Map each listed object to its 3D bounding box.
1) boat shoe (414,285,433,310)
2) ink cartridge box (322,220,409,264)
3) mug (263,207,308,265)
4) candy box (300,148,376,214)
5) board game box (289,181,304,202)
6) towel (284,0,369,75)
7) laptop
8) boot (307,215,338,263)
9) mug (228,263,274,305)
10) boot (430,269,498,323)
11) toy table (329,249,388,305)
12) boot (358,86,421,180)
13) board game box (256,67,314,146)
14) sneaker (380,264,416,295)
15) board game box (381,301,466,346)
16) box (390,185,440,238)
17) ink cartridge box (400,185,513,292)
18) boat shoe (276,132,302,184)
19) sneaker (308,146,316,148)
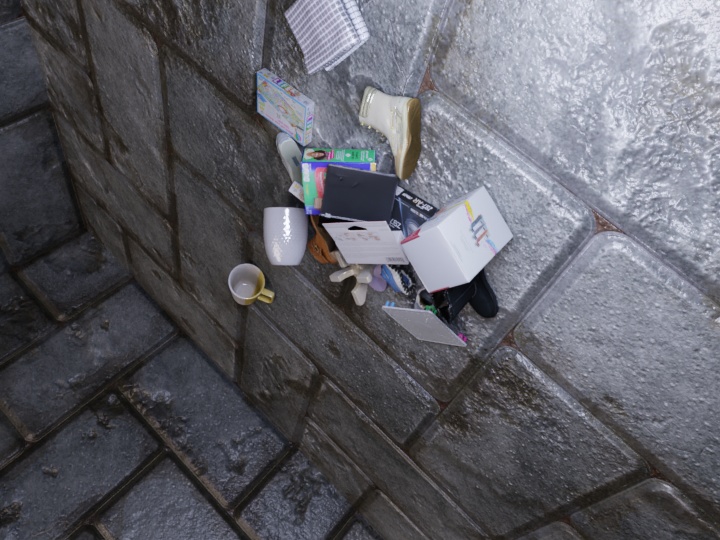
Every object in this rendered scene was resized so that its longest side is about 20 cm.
[{"bbox_3d":[0.187,0.082,1.630,0.070,0.069,0.202,39,145,16],"label":"boat shoe"},{"bbox_3d":[0.020,-0.086,1.520,0.196,0.045,0.177,1,143,30],"label":"ink cartridge box"},{"bbox_3d":[-0.231,-0.107,1.851,0.144,0.199,0.180,1,90,22],"label":"mug"},{"bbox_3d":[-0.054,-0.235,1.520,0.195,0.078,0.172,0,133,1],"label":"candy box"},{"bbox_3d":[-0.105,-0.181,1.674,0.199,0.035,0.134,39,-172,18],"label":"board game box"},{"bbox_3d":[-0.085,-0.567,1.319,0.198,0.085,0.168,-12,112,54],"label":"towel"},{"bbox_3d":[-0.011,-0.178,1.495,0.183,0.119,0.200,9,170,-6],"label":"laptop"},{"bbox_3d":[-0.132,-0.106,1.832,0.154,0.073,0.203,-10,112,57],"label":"boot"},{"bbox_3d":[-0.466,0.085,2.358,0.188,0.148,0.154,52,155,9],"label":"mug"},{"bbox_3d":[0.264,0.074,1.444,0.073,0.162,0.201,2,124,50],"label":"boot"},{"bbox_3d":[0.000,0.000,1.734,0.182,0.117,0.202,-15,110,54],"label":"toy table"},{"bbox_3d":[0.068,-0.332,1.373,0.153,0.072,0.203,27,135,31],"label":"boot"},{"bbox_3d":[-0.217,-0.466,1.620,0.199,0.034,0.136,39,145,18],"label":"board game box"},{"bbox_3d":[0.082,-0.013,1.658,0.088,0.078,0.203,-6,118,49],"label":"sneaker"},{"bbox_3d":[0.189,0.155,1.667,0.198,0.026,0.200,2,148,49],"label":"board game box"},{"bbox_3d":[0.136,-0.123,1.517,0.198,0.043,0.162,35,143,23],"label":"box"},{"bbox_3d":[0.225,-0.071,1.321,0.146,0.199,0.144,57,145,-7],"label":"ink cartridge box"},{"bbox_3d":[-0.197,-0.328,1.696,0.072,0.069,0.202,59,175,40],"label":"boat shoe"},{"bbox_3d":[-0.072,-0.273,1.613,0.086,0.075,0.201,-11,125,42],"label":"sneaker"}]
